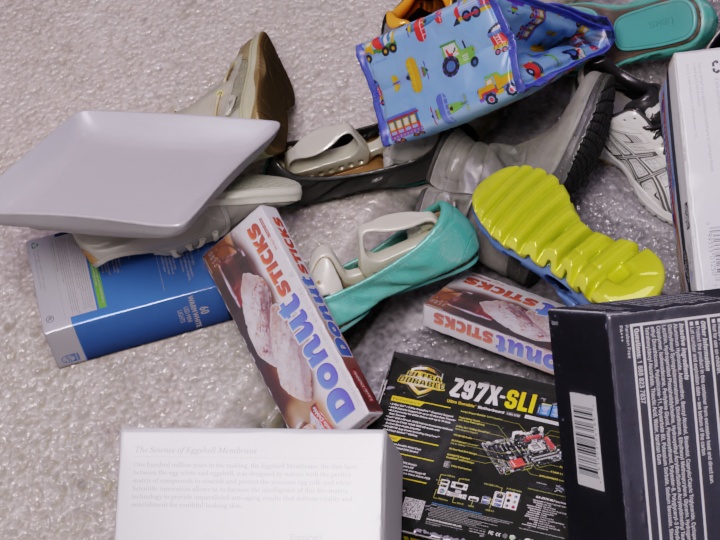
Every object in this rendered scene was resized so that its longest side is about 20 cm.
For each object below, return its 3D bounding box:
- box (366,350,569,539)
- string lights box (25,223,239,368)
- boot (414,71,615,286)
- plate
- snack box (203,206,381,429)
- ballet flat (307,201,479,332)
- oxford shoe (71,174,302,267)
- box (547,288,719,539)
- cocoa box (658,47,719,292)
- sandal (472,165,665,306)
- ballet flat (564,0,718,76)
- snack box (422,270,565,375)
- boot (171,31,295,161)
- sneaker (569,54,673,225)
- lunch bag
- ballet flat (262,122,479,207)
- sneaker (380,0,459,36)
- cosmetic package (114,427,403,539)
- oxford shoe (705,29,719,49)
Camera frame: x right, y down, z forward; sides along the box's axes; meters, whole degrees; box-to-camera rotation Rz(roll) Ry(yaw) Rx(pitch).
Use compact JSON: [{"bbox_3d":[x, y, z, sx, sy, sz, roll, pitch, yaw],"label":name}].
[{"bbox_3d":[0.098,0.158,1.474,0.199,0.050,0.160,11,55,14],"label":"box"},{"bbox_3d":[-0.178,0.002,1.610,0.199,0.059,0.103,-15,55,-4],"label":"string lights box"},{"bbox_3d":[0.126,-0.096,1.598,0.130,0.068,0.201,26,91,21],"label":"boot"},{"bbox_3d":[-0.189,-0.075,1.532,0.199,0.033,0.200,5,30,21],"label":"plate"},{"bbox_3d":[-0.056,0.050,1.506,0.072,0.024,0.201,-39,66,24],"label":"snack box"},{"bbox_3d":[0.000,0.000,1.558,0.199,0.071,0.067,-28,20,1],"label":"ballet flat"},{"bbox_3d":[-0.146,-0.043,1.571,0.198,0.058,0.075,-12,11,-11],"label":"oxford shoe"},{"bbox_3d":[0.254,0.117,1.361,0.197,0.123,0.202,-6,92,-15],"label":"box"},{"bbox_3d":[0.320,-0.072,1.515,0.132,0.131,0.202,-5,82,3],"label":"cocoa box"},{"bbox_3d":[0.163,-0.008,1.509,0.079,0.087,0.200,-35,53,-14],"label":"sandal"},{"bbox_3d":[0.235,-0.211,1.699,0.199,0.070,0.068,-4,87,37],"label":"ballet flat"},{"bbox_3d":[0.153,0.053,1.529,0.199,0.024,0.072,20,34,27],"label":"snack box"},{"bbox_3d":[-0.140,-0.136,1.690,0.154,0.072,0.200,-24,27,15],"label":"boot"},{"bbox_3d":[0.256,-0.110,1.619,0.200,0.088,0.076,37,65,26],"label":"sneaker"},{"bbox_3d":[0.120,-0.177,1.619,0.150,0.199,0.095,-19,85,36],"label":"lunch bag"},{"bbox_3d":[0.010,-0.104,1.656,0.199,0.069,0.068,-16,54,-5],"label":"ballet flat"},{"bbox_3d":[0.092,-0.250,1.744,0.078,0.077,0.200,32,63,27],"label":"sneaker"},{"bbox_3d":[-0.074,0.223,1.372,0.198,0.123,0.202,0,76,8],"label":"cosmetic package"},{"bbox_3d":[0.354,-0.198,1.671,0.070,0.074,0.200,26,54,22],"label":"oxford shoe"}]
